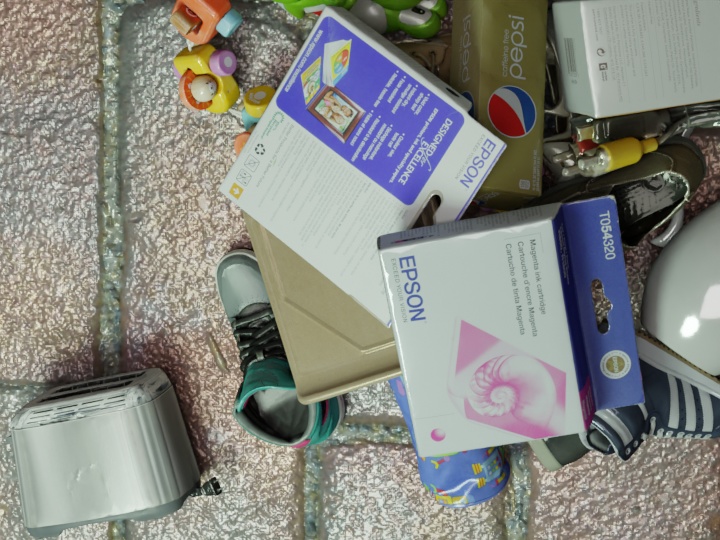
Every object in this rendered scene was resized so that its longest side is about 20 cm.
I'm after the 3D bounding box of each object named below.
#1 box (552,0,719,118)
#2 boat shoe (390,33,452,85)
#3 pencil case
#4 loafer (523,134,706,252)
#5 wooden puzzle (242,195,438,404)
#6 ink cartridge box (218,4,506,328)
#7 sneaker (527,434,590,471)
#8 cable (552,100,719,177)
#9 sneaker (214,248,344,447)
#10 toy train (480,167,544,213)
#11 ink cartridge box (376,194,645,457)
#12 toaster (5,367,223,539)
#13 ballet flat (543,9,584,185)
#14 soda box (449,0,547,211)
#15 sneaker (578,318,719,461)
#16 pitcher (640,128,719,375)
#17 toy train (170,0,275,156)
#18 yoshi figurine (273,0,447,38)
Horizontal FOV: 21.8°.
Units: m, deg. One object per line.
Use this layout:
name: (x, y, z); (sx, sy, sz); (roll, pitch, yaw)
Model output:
box: (0.272, -0.190, 1.554); (0.199, 0.124, 0.098); (-9, 98, -3)
boat shoe: (0.048, -0.171, 1.668); (0.199, 0.065, 0.071); (-2, 104, 13)
pencil case: (0.070, 0.120, 1.711); (0.087, 0.078, 0.200); (-16, 113, 13)
loafer: (0.203, -0.046, 1.596); (0.200, 0.070, 0.075); (-35, 102, 18)
wooden puzzle: (0.000, 0.000, 1.646); (0.185, 0.037, 0.201); (-19, 82, 26)
ink cartridge box: (0.004, -0.088, 1.585); (0.200, 0.043, 0.198); (39, 113, 15)
sneaker: (0.169, 0.076, 1.708); (0.106, 0.075, 0.200); (-30, 105, 13)
cable: (0.257, -0.115, 1.574); (0.199, 0.097, 0.050); (-9, 102, -12)
sneaker: (-0.088, 0.082, 1.732); (0.083, 0.121, 0.200); (-27, 97, 17)
toy train: (0.085, -0.055, 1.675); (0.200, 0.056, 0.150); (28, 128, 7)
ink cartridge box: (0.128, 0.048, 1.553); (0.199, 0.043, 0.197); (-10, 112, 6)
toaster: (-0.241, 0.173, 1.793); (0.199, 0.114, 0.130); (-11, 99, 16)
ballet flat: (0.178, -0.130, 1.648); (0.064, 0.067, 0.201); (-8, 97, -9)
soda box: (0.116, -0.157, 1.596); (0.064, 0.068, 0.201); (7, 78, -20)
sneaker: (0.269, 0.133, 1.657); (0.200, 0.070, 0.109); (30, 82, -22)
pitcher: (0.314, -0.027, 1.632); (0.171, 0.121, 0.200); (37, 98, 21)
toy train: (-0.111, -0.167, 1.662); (0.200, 0.056, 0.150); (44, 150, -3)
yoshi figurine: (-0.017, -0.267, 1.637); (0.200, 0.112, 0.113); (18, 98, 6)
